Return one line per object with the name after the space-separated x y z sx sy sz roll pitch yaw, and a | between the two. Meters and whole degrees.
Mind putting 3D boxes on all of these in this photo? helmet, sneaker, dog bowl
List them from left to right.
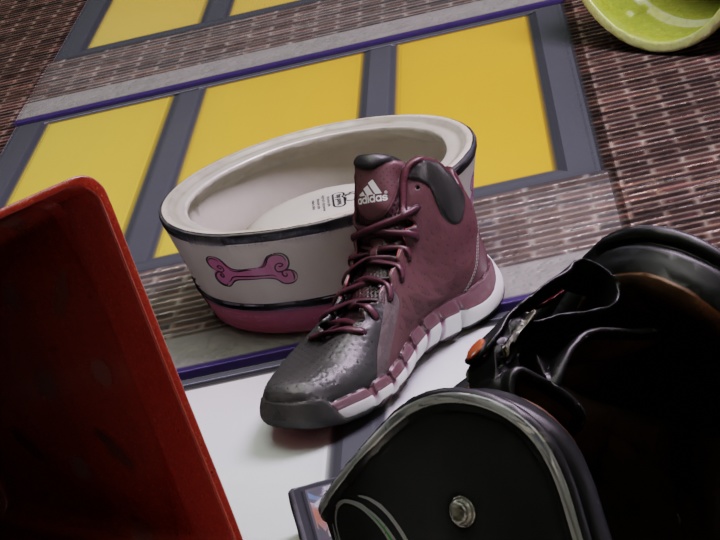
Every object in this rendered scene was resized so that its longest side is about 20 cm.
-0.019 -0.028 1.404 0.199 0.074 0.200 -13 19 4 | dog bowl
0.000 0.000 1.249 0.075 0.116 0.200 0 24 35 | sneaker
0.100 0.102 0.795 0.200 0.191 0.200 -42 -7 -6 | helmet

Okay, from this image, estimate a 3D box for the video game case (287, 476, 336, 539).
0.066 0.121 1.009 0.180 0.026 0.200 -16 20 -3 | video game case

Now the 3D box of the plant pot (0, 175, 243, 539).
-0.206 0.087 1.069 0.200 0.200 0.176 -26 11 -30 | plant pot

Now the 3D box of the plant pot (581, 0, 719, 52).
0.282 -0.279 1.745 0.184 0.201 0.200 -14 16 -38 | plant pot
